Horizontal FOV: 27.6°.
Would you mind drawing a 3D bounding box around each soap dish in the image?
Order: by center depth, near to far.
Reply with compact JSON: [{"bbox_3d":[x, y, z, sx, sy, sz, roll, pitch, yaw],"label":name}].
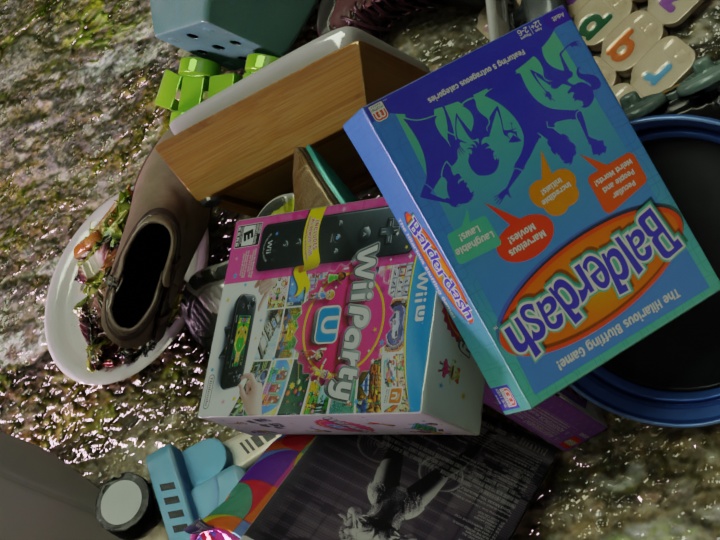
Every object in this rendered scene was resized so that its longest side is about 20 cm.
[{"bbox_3d":[-0.039,-0.109,1.183,0.200,0.157,0.081,-24,71,26],"label":"soap dish"}]

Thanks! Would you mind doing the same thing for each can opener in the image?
[{"bbox_3d":[0.128,-0.148,1.117,0.067,0.053,0.200,-21,56,29],"label":"can opener"}]

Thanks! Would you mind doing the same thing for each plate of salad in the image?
[{"bbox_3d":[-0.220,0.006,1.326,0.200,0.048,0.200,-17,57,29],"label":"plate of salad"}]

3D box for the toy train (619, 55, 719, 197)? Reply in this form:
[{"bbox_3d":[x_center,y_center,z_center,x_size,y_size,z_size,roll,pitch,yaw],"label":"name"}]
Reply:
[{"bbox_3d":[0.204,-0.088,1.011,0.200,0.114,0.085,-27,96,19],"label":"toy train"}]

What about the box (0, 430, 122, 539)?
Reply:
[{"bbox_3d":[-0.318,0.221,1.184,0.200,0.199,0.171,26,83,43],"label":"box"}]

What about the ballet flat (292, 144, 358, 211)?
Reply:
[{"bbox_3d":[0.000,0.000,1.093,0.072,0.068,0.200,-42,91,9],"label":"ballet flat"}]

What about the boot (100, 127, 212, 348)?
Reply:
[{"bbox_3d":[-0.163,-0.033,1.200,0.146,0.070,0.200,-172,95,-85],"label":"boot"}]

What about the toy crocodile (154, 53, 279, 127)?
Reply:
[{"bbox_3d":[-0.111,-0.156,1.324,0.200,0.062,0.068,5,84,36],"label":"toy crocodile"}]

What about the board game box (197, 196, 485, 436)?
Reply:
[{"bbox_3d":[-0.007,0.032,0.962,0.200,0.064,0.148,-6,67,41],"label":"board game box"}]

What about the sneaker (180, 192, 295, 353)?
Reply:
[{"bbox_3d":[-0.070,0.003,1.204,0.200,0.085,0.075,-40,79,39],"label":"sneaker"}]

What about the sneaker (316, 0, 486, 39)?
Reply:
[{"bbox_3d":[0.030,-0.219,1.245,0.200,0.076,0.116,32,93,53],"label":"sneaker"}]

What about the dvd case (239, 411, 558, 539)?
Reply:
[{"bbox_3d":[0.026,0.156,0.970,0.149,0.016,0.200,25,46,15],"label":"dvd case"}]

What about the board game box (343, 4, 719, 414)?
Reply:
[{"bbox_3d":[0.105,-0.038,0.880,0.152,0.200,0.045,-30,0,-20],"label":"board game box"}]

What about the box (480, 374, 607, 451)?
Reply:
[{"bbox_3d":[0.093,0.016,1.020,0.039,0.137,0.200,-33,50,20],"label":"box"}]

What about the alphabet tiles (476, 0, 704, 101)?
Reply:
[{"bbox_3d":[0.173,-0.179,1.144,0.196,0.015,0.200,-45,48,9],"label":"alphabet tiles"}]

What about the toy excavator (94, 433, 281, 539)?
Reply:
[{"bbox_3d":[-0.097,0.158,1.133,0.200,0.100,0.195,-28,54,7],"label":"toy excavator"}]

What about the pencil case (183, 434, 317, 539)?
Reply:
[{"bbox_3d":[-0.042,0.150,1.032,0.088,0.088,0.200,2,34,38],"label":"pencil case"}]

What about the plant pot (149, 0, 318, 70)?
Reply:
[{"bbox_3d":[-0.105,-0.293,1.323,0.141,0.141,0.200,-4,71,52],"label":"plant pot"}]

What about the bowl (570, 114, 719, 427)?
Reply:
[{"bbox_3d":[0.202,-0.001,0.943,0.200,0.039,0.201,3,100,17],"label":"bowl"}]
